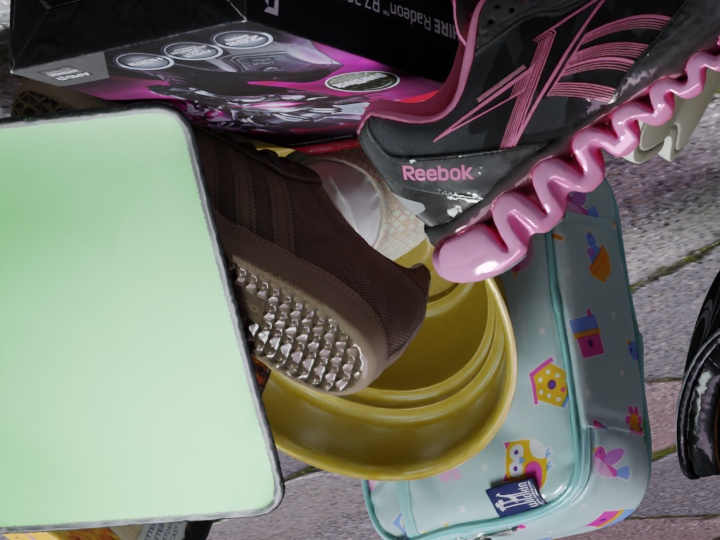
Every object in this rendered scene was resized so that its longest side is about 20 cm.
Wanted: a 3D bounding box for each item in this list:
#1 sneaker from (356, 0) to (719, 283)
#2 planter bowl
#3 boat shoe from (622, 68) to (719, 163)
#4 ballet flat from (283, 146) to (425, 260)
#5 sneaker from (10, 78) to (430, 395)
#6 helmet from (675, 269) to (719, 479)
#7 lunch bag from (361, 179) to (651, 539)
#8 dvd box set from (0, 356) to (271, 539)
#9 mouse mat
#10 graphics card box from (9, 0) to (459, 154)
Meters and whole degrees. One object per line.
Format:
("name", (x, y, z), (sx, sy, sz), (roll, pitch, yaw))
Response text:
("sneaker", (0.081, -0.089, 1.022), (0.200, 0.095, 0.079), (-43, -175, 7))
("planter bowl", (0.000, 0.000, 1.319), (0.200, 0.201, 0.084), (-21, -158, 40))
("boat shoe", (0.117, -0.088, 1.164), (0.066, 0.075, 0.199), (26, -162, 12))
("ballet flat", (-0.045, -0.010, 1.212), (0.199, 0.068, 0.062), (-23, -168, 18))
("sneaker", (-0.060, -0.023, 1.153), (0.076, 0.200, 0.071), (-42, 166, -47))
("helmet", (0.281, 0.051, 1.518), (0.199, 0.201, 0.191), (-20, -166, 39))
("lunch bag", (0.064, 0.049, 1.388), (0.160, 0.201, 0.077), (-17, 162, 37))
("dvd box set", (-0.146, 0.054, 1.252), (0.200, 0.147, 0.029), (36, 144, -21))
("mouse mat", (-0.126, 0.025, 1.140), (0.160, 0.201, 0.008), (-5, -152, 16))
("graphics card box", (-0.031, -0.093, 1.085), (0.125, 0.051, 0.200), (-7, 167, 36))
